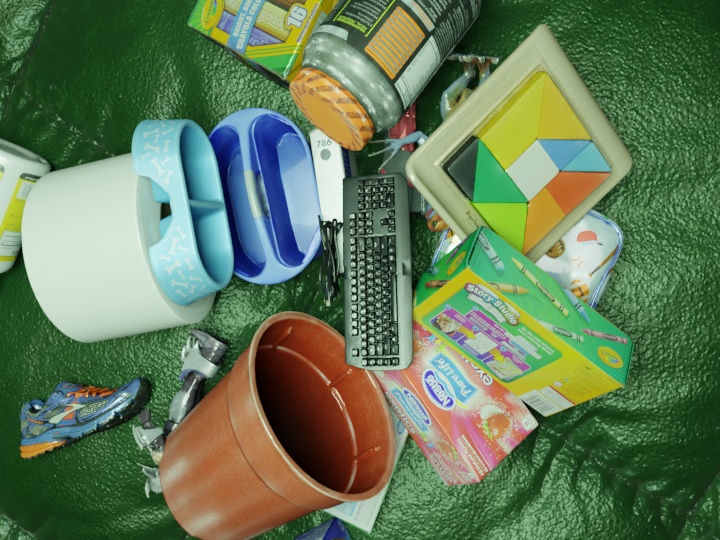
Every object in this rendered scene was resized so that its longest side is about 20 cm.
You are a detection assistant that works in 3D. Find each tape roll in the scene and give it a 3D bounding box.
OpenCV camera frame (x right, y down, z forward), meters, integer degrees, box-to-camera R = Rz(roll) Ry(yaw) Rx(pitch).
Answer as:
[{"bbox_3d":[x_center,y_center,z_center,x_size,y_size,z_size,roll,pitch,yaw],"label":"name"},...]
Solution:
[{"bbox_3d":[-0.266,-0.029,0.773,0.136,0.203,0.208,-11,89,11],"label":"tape roll"}]

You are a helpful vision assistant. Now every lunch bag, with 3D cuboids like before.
[{"bbox_3d":[0.188,-0.021,0.753,0.197,0.076,0.163,25,92,9],"label":"lunch bag"}]

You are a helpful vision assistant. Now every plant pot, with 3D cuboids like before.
[{"bbox_3d":[-0.098,0.181,0.706,0.194,0.200,0.203,-37,84,28],"label":"plant pot"}]

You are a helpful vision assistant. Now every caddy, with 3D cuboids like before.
[{"bbox_3d":[-0.112,-0.086,0.790,0.138,0.105,0.205,-13,89,11],"label":"caddy"}]

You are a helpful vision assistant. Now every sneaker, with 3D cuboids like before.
[{"bbox_3d":[-0.363,0.177,0.862,0.197,0.075,0.080,-23,84,9],"label":"sneaker"}]

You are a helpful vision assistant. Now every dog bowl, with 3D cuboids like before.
[{"bbox_3d":[-0.186,-0.067,0.720,0.049,0.111,0.205,-11,90,14],"label":"dog bowl"}]

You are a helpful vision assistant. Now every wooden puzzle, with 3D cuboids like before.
[{"bbox_3d":[0.166,-0.105,0.664,0.200,0.037,0.185,-46,114,0],"label":"wooden puzzle"}]

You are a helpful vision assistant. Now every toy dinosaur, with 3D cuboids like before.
[{"bbox_3d":[0.115,-0.138,0.727,0.196,0.105,0.186,-9,113,-30],"label":"toy dinosaur"}]

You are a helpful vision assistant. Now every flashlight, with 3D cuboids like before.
[{"bbox_3d":[0.053,-0.165,0.778,0.066,0.068,0.205,2,92,11],"label":"flashlight"}]

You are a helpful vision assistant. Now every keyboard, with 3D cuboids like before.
[{"bbox_3d":[0.000,0.000,0.686,0.102,0.040,0.205,-5,80,19],"label":"keyboard"}]

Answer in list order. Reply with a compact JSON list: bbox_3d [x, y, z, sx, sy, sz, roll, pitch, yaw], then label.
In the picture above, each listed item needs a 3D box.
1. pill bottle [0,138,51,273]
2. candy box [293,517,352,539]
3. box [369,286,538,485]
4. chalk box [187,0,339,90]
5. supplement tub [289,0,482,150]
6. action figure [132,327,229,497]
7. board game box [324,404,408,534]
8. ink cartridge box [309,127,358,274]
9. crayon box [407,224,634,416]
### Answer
[{"bbox_3d":[-0.487,-0.065,0.858,0.110,0.111,0.203,25,95,9],"label":"pill bottle"},{"bbox_3d":[-0.032,0.395,0.737,0.076,0.200,0.171,-30,86,9],"label":"candy box"},{"bbox_3d":[0.088,0.126,0.746,0.099,0.096,0.202,-33,84,-24],"label":"box"},{"bbox_3d":[-0.100,-0.291,0.764,0.198,0.124,0.125,35,98,23],"label":"chalk box"},{"bbox_3d":[0.024,-0.231,0.678,0.122,0.123,0.201,36,80,7],"label":"supplement tub"},{"bbox_3d":[-0.218,0.174,0.811,0.068,0.130,0.204,18,79,5],"label":"action figure"},{"bbox_3d":[-0.047,0.203,0.817,0.197,0.040,0.156,23,95,9],"label":"board game box"},{"bbox_3d":[-0.024,-0.096,0.777,0.038,0.099,0.205,-7,89,10],"label":"ink cartridge box"},{"bbox_3d":[0.158,0.057,0.676,0.198,0.119,0.059,36,53,-8],"label":"crayon box"}]
